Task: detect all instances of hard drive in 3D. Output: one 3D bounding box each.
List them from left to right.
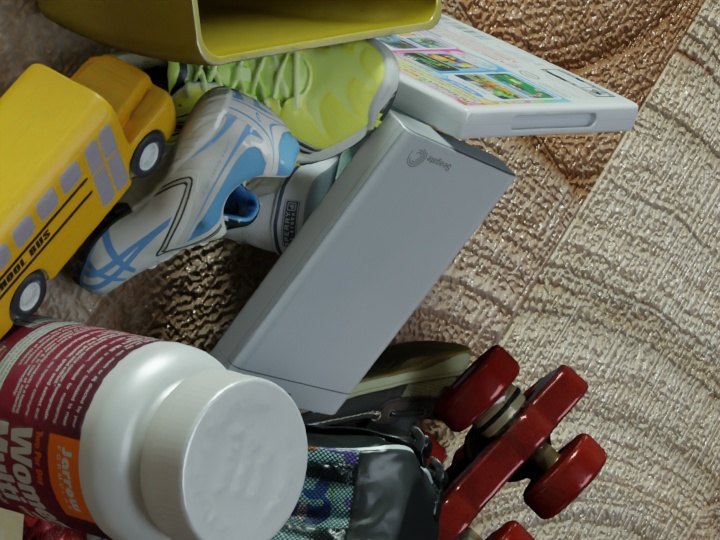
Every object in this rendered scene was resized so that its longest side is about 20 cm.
[{"bbox_3d":[0.000,0.000,1.373,0.200,0.027,0.132,-54,146,13],"label":"hard drive"}]

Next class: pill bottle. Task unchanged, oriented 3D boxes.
[{"bbox_3d":[-0.130,0.088,1.173,0.109,0.199,0.110,-10,104,-46],"label":"pill bottle"}]

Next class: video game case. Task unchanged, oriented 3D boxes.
[{"bbox_3d":[0.054,-0.133,1.452,0.181,0.199,0.024,-6,118,-47],"label":"video game case"}]

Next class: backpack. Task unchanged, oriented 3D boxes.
[{"bbox_3d":[-0.062,0.158,1.318,0.178,0.199,0.152,58,44,-71],"label":"backpack"}]

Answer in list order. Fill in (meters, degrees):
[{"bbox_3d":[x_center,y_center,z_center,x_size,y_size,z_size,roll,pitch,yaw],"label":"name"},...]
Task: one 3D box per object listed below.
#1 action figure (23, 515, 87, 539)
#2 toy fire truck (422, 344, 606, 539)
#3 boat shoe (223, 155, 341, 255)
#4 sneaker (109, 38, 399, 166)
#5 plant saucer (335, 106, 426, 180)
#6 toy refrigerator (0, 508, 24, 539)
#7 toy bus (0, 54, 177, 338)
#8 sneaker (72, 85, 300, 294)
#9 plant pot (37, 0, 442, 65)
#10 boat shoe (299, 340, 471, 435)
[{"bbox_3d":[-0.184,0.217,1.349,0.052,0.065,0.201,-33,122,-49],"label":"action figure"},{"bbox_3d":[0.072,0.150,1.544,0.112,0.168,0.200,44,69,-2],"label":"toy fire truck"},{"bbox_3d":[-0.052,-0.051,1.441,0.202,0.085,0.075,-49,145,-69],"label":"boat shoe"},{"bbox_3d":[-0.075,-0.103,1.307,0.076,0.199,0.076,33,52,-67],"label":"sneaker"},{"bbox_3d":[0.021,-0.034,1.483,0.201,0.038,0.203,9,90,-77],"label":"plant saucer"},{"bbox_3d":[-0.239,0.145,1.268,0.070,0.076,0.202,1,95,-48],"label":"toy refrigerator"},{"bbox_3d":[-0.185,-0.041,1.195,0.200,0.065,0.078,-52,154,-22],"label":"toy bus"},{"bbox_3d":[-0.108,-0.034,1.299,0.072,0.200,0.072,37,46,-12],"label":"sneaker"},{"bbox_3d":[-0.093,-0.225,1.281,0.199,0.176,0.202,-16,101,-46],"label":"plant pot"},{"bbox_3d":[0.010,0.095,1.535,0.200,0.071,0.067,-14,102,-50],"label":"boat shoe"}]
